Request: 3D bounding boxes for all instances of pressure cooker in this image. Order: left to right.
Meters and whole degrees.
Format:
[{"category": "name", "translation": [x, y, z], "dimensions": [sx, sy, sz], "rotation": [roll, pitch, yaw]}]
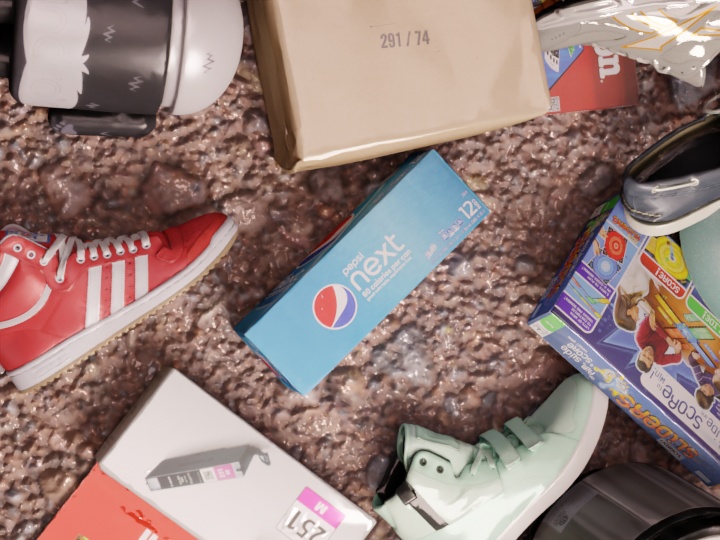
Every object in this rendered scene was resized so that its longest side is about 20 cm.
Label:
[{"category": "pressure cooker", "translation": [0.229, 0.249, 1.256], "dimensions": [0.178, 0.200, 0.176], "rotation": [6, 98, -21]}]

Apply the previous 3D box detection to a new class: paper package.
[{"category": "paper package", "translation": [0.021, -0.183, 1.254], "dimensions": [0.200, 0.103, 0.191], "rotation": [-12, 95, -12]}]

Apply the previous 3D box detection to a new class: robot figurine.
[{"category": "robot figurine", "translation": [-0.183, -0.175, 1.197], "dimensions": [0.200, 0.150, 0.125], "rotation": [3, 74, -13]}]

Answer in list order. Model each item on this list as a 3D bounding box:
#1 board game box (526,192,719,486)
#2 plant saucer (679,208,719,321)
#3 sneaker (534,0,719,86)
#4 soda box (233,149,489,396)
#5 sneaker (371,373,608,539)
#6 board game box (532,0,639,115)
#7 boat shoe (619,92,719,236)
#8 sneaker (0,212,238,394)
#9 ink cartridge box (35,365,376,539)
[{"category": "board game box", "translation": [0.238, 0.054, 1.318], "dimensions": [0.200, 0.034, 0.135], "rotation": [42, 57, -10]}, {"category": "plant saucer", "translation": [0.351, -0.032, 1.347], "dimensions": [0.200, 0.036, 0.200], "rotation": [4, 79, -18]}, {"category": "sneaker", "translation": [0.222, -0.177, 1.271], "dimensions": [0.200, 0.076, 0.092], "rotation": [-10, 108, 11]}, {"category": "soda box", "translation": [0.000, 0.000, 1.274], "dimensions": [0.200, 0.064, 0.068], "rotation": [-45, 100, -9]}, {"category": "sneaker", "translation": [0.097, 0.136, 1.293], "dimensions": [0.118, 0.074, 0.200], "rotation": [41, 85, -17]}, {"category": "board game box", "translation": [0.161, -0.224, 1.322], "dimensions": [0.103, 0.019, 0.200], "rotation": [-8, 93, -21]}, {"category": "boat shoe", "translation": [0.286, -0.101, 1.300], "dimensions": [0.200, 0.075, 0.062], "rotation": [-27, 141, -6]}, {"category": "sneaker", "translation": [-0.194, -0.010, 1.224], "dimensions": [0.200, 0.071, 0.113], "rotation": [-35, 102, -8]}, {"category": "ink cartridge box", "translation": [-0.118, 0.198, 1.263], "dimensions": [0.200, 0.044, 0.174], "rotation": [38, 82, -12]}]
